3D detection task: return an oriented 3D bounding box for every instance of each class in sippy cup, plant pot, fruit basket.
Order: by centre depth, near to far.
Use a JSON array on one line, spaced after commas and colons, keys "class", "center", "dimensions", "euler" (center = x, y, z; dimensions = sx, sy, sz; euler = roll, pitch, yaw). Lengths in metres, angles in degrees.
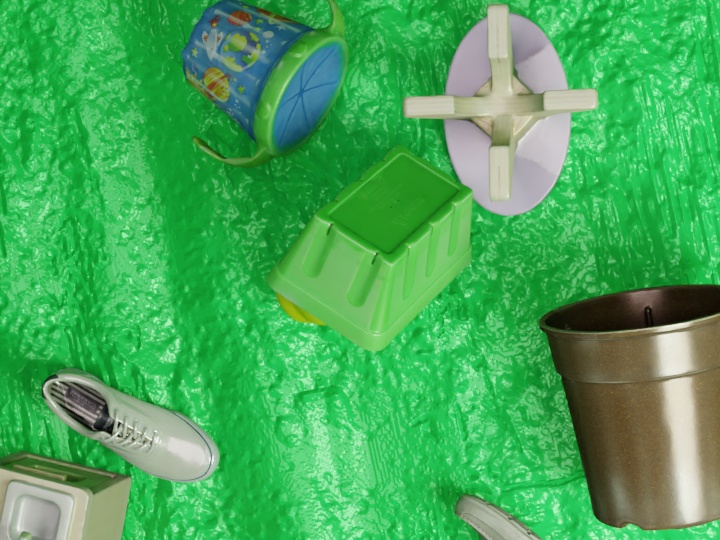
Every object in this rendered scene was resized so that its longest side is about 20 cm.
[{"class": "plant pot", "center": [0.280, 0.130, 1.643], "dimensions": [0.200, 0.200, 0.199], "euler": [-7, 99, 10]}, {"class": "fruit basket", "center": [0.000, 0.000, 1.695], "dimensions": [0.155, 0.216, 0.216], "euler": [33, 97, 15]}, {"class": "sippy cup", "center": [-0.102, -0.202, 1.728], "dimensions": [0.130, 0.140, 0.178], "euler": [31, 58, 18]}]

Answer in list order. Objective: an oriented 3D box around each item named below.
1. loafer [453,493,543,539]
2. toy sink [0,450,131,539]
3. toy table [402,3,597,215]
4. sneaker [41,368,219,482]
[{"class": "loafer", "center": [0.166, 0.300, 1.721], "dimensions": [0.200, 0.070, 0.070], "euler": [40, 89, 6]}, {"class": "toy sink", "center": [-0.326, 0.252, 1.740], "dimensions": [0.130, 0.200, 0.112], "euler": [12, 94, 10]}, {"class": "toy table", "center": [0.140, -0.155, 1.687], "dimensions": [0.184, 0.117, 0.200], "euler": [-13, 89, 10]}, {"class": "sneaker", "center": [-0.242, 0.164, 1.787], "dimensions": [0.200, 0.071, 0.073], "euler": [24, 96, 9]}]
